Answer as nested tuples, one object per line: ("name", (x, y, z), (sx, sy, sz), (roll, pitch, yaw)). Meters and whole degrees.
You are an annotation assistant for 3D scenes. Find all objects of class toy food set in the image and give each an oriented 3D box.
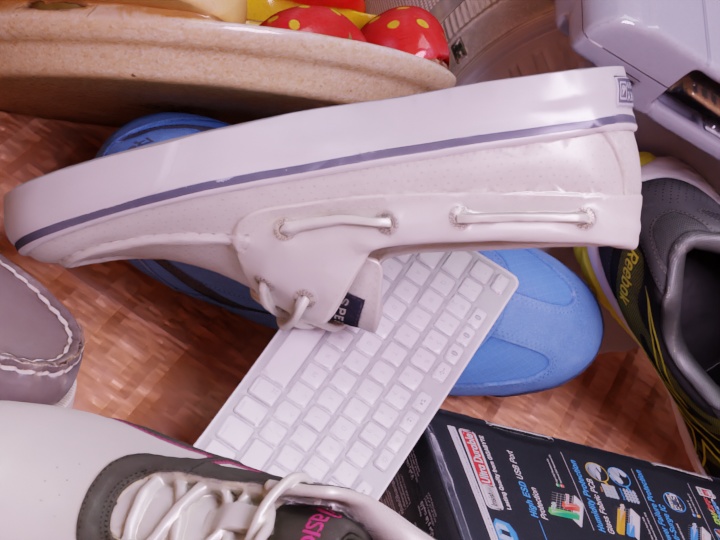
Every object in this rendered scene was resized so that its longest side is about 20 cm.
("toy food set", (-0.066, -0.080, 0.787), (0.200, 0.049, 0.198), (5, -3, -27))

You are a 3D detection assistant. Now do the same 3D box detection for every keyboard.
("keyboard", (-0.017, 0.055, 0.695), (0.056, 0.011, 0.200), (36, 54, 0))

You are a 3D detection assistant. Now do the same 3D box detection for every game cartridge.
("game cartridge", (0.152, -0.084, 0.807), (0.200, 0.042, 0.133), (27, 48, -27))

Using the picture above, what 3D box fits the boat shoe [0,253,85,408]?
("boat shoe", (-0.168, -0.019, 0.685), (0.200, 0.060, 0.072), (31, 30, -3))

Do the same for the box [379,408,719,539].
("box", (0.096, 0.140, 0.720), (0.159, 0.046, 0.200), (15, 35, -28))

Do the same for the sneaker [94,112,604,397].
("sneaker", (0.000, 0.000, 0.784), (0.200, 0.066, 0.078), (21, -2, -14))

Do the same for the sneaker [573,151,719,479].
("sneaker", (0.148, 0.049, 0.821), (0.200, 0.074, 0.085), (49, 4, -17))

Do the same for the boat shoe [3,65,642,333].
("boat shoe", (-0.011, -0.013, 0.695), (0.200, 0.070, 0.071), (-9, 0, 3))

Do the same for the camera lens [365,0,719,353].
("camera lens", (0.088, -0.084, 0.922), (0.160, 0.160, 0.200), (19, 33, -23))

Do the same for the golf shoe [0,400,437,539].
("golf shoe", (-0.039, 0.075, 0.618), (0.200, 0.088, 0.077), (21, 56, -3))
